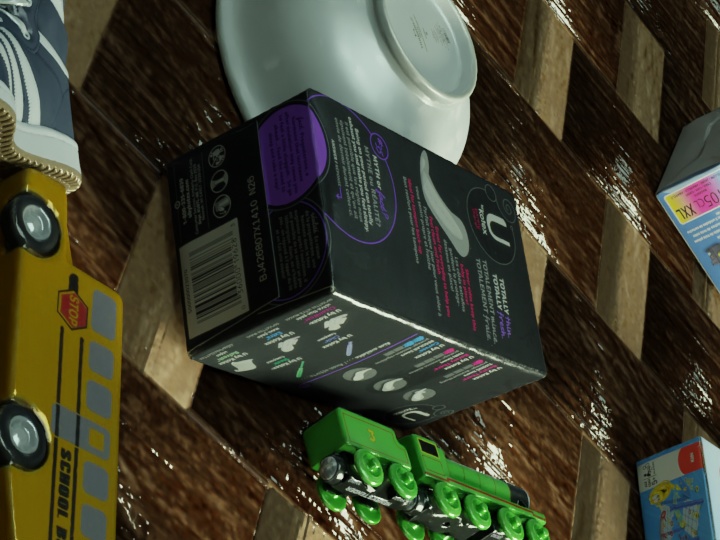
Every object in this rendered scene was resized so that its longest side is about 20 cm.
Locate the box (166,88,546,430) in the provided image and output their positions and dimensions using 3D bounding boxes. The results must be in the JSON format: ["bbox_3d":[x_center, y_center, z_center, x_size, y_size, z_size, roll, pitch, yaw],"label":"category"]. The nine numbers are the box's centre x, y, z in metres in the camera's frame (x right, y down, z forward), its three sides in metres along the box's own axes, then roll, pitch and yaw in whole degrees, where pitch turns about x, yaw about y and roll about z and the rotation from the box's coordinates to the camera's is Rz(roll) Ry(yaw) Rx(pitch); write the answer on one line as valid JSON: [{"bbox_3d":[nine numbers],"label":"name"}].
[{"bbox_3d":[0.000,0.000,1.104,0.199,0.106,0.123,23,52,-48],"label":"box"}]

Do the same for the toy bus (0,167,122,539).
[{"bbox_3d":[-0.150,0.058,0.880,0.078,0.065,0.201,32,43,-41],"label":"toy bus"}]

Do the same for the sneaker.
[{"bbox_3d":[-0.179,-0.103,0.892,0.200,0.069,0.110,48,35,-76],"label":"sneaker"}]

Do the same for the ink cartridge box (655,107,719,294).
[{"bbox_3d":[0.338,-0.028,1.658,0.201,0.076,0.137,56,32,-15],"label":"ink cartridge box"}]

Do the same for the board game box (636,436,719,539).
[{"bbox_3d":[0.278,0.245,1.387,0.200,0.056,0.197,34,42,-40],"label":"board game box"}]

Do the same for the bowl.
[{"bbox_3d":[0.009,-0.129,1.228,0.201,0.090,0.203,34,43,-39],"label":"bowl"}]

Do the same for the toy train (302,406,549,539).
[{"bbox_3d":[0.041,0.127,1.141,0.199,0.042,0.057,27,36,-45],"label":"toy train"}]
